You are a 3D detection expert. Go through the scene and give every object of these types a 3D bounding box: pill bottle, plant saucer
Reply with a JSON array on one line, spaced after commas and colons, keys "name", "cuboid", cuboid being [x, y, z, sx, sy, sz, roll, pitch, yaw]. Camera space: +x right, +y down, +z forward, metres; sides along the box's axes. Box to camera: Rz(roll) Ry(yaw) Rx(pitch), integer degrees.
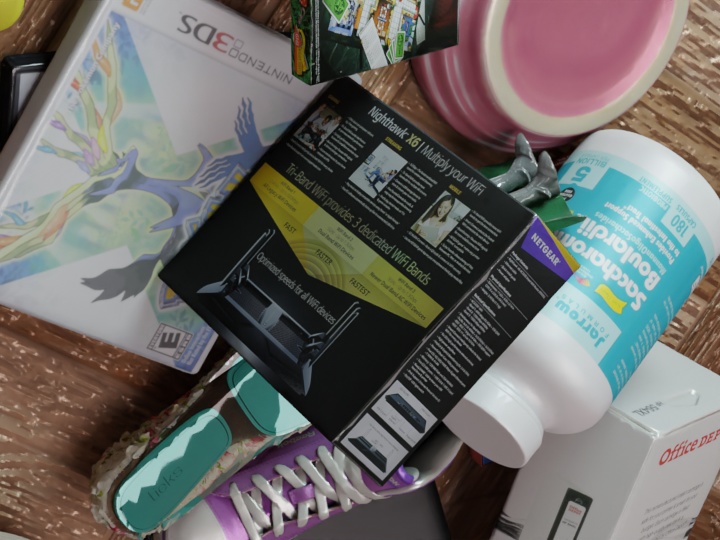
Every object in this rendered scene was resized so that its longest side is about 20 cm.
[{"name": "pill bottle", "cuboid": [0.127, 0.020, 1.481, 0.200, 0.110, 0.111, -52, 134, -20]}, {"name": "plant saucer", "cuboid": [0.123, -0.158, 1.472, 0.199, 0.051, 0.202, -16, 124, -25]}]

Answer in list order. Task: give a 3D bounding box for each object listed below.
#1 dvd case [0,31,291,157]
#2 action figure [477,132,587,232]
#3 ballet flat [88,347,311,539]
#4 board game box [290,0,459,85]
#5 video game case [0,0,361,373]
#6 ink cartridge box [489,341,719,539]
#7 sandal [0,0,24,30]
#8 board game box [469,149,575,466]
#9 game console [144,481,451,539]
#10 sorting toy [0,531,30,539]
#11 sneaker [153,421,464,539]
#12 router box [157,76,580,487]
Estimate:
[{"name": "dvd case", "cuboid": [-0.113, -0.061, 1.389, 0.199, 0.018, 0.144, -8, 120, -30]}, {"name": "action figure", "cuboid": [0.021, -0.015, 1.440, 0.199, 0.118, 0.055, -27, 111, -8]}, {"name": "ballet flat", "cuboid": [-0.082, 0.082, 1.462, 0.199, 0.064, 0.076, -33, 114, -15]}, {"name": "board game box", "cuboid": [0.009, -0.204, 1.292, 0.104, 0.023, 0.201, -16, 120, -31]}, {"name": "video game case", "cuboid": [-0.113, -0.054, 1.366, 0.182, 0.022, 0.201, 23, 102, -41]}, {"name": "ink cartridge box", "cuboid": [0.159, 0.158, 1.614, 0.146, 0.084, 0.201, -14, 130, -56]}, {"name": "sandal", "cuboid": [-0.214, -0.204, 1.203, 0.087, 0.079, 0.201, -13, 121, -23]}, {"name": "board game box", "cuboid": [0.112, 0.024, 1.589, 0.102, 0.019, 0.201, -21, 125, -25]}, {"name": "game console", "cuboid": [-0.044, 0.204, 1.587, 0.199, 0.117, 0.176, -19, 155, -23]}, {"name": "sorting toy", "cuboid": [-0.247, 0.255, 1.433, 0.199, 0.107, 0.181, -30, 136, -17]}, {"name": "sneaker", "cuboid": [-0.026, 0.123, 1.481, 0.200, 0.114, 0.073, -31, 102, -22]}, {"name": "router box", "cuboid": [0.000, 0.000, 1.327, 0.157, 0.200, 0.052, -47, 132, -2]}]
